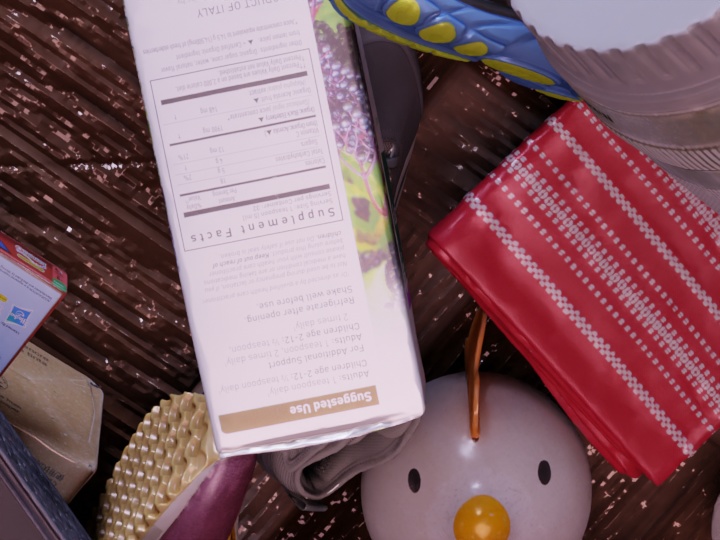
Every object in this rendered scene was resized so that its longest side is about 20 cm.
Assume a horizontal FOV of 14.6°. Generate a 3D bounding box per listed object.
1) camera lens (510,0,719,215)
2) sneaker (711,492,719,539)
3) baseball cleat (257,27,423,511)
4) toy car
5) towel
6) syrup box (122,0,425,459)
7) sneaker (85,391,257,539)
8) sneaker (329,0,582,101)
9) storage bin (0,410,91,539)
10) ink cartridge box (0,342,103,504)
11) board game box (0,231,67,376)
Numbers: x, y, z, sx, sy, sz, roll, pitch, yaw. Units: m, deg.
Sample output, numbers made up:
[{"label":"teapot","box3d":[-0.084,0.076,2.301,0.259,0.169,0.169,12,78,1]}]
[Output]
[{"label":"camera lens","box3d":[0.161,-0.087,0.928,0.160,0.160,0.200,-43,131,16]},{"label":"sneaker","box3d":[0.230,0.056,1.141,0.088,0.076,0.200,5,137,-42]},{"label":"baseball cleat","box3d":[0.000,0.000,1.093,0.069,0.106,0.201,-8,125,-32]},{"label":"toy car","box3d":[0.049,0.117,1.122,0.183,0.177,0.201,-6,102,2]},{"label":"towel","box3d":[0.138,-0.029,1.106,0.200,0.022,0.145,-43,108,-1]},{"label":"syrup box","box3d":[-0.031,-0.040,1.015,0.081,0.079,0.201,-12,95,3]},{"label":"sneaker","box3d":[-0.068,0.126,1.152,0.090,0.075,0.200,21,135,-14]},{"label":"sneaker","box3d":[0.073,-0.105,0.997,0.199,0.071,0.083,16,89,-42]},{"label":"storage bin","box3d":[-0.161,0.136,1.038,0.135,0.094,0.201,-34,112,-3]},{"label":"ink cartridge box","box3d":[-0.229,0.072,1.133,0.199,0.075,0.165,34,110,-17]},{"label":"board game box","box3d":[-0.219,-0.010,1.040,0.199,0.019,0.103,34,107,-20]}]
